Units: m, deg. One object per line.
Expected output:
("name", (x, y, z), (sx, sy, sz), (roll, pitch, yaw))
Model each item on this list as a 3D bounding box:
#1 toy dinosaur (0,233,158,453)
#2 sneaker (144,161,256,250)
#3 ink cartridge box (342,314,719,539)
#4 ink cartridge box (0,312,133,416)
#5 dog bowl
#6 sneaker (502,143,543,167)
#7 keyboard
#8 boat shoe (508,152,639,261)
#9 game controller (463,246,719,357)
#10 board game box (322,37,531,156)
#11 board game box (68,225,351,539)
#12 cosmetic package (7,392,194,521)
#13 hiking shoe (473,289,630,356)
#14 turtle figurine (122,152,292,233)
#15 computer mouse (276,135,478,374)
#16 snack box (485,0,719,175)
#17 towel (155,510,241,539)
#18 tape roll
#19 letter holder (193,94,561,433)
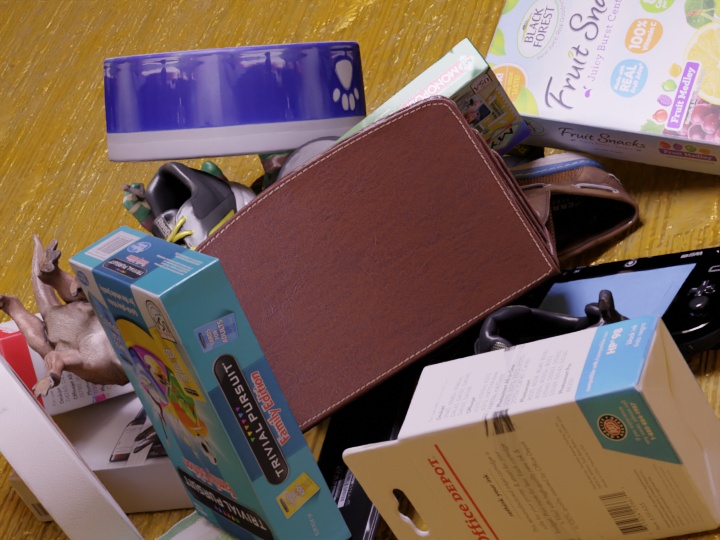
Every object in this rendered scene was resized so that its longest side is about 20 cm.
("toy dinosaur", (-0.178, 0.055, 1.558), (0.086, 0.135, 0.200), (-53, 43, 0))
("sneaker", (-0.112, 0.001, 1.602), (0.074, 0.084, 0.200), (-47, 36, 23))
("ink cartridge box", (0.104, 0.105, 1.323), (0.199, 0.116, 0.067), (-14, 34, 31))
("ink cartridge box", (-0.218, 0.064, 1.668), (0.199, 0.068, 0.116), (-16, 6, -22))
("dog bowl", (-0.095, -0.128, 1.719), (0.199, 0.079, 0.200), (-4, 5, 0))
("sneaker", (0.045, -0.053, 1.657), (0.199, 0.075, 0.085), (-28, 29, 11))
("keyboard", (-0.005, 0.148, 1.444), (0.104, 0.040, 0.201), (-23, 38, 44))
("boat shoe", (0.103, -0.031, 1.530), (0.199, 0.073, 0.072), (-22, 31, -29))
("game controller", (0.163, 0.026, 1.465), (0.199, 0.042, 0.105), (-8, 37, 37))
("board game box", (0.016, -0.061, 1.511), (0.200, 0.135, 0.029), (-38, 67, 4))
("board game box", (-0.095, 0.078, 1.407), (0.047, 0.201, 0.151), (-32, 21, -19))
("cosmetic package", (-0.156, 0.128, 1.625), (0.199, 0.051, 0.083), (-10, 35, 36))
("hiking shoe", (0.093, 0.065, 1.406), (0.199, 0.101, 0.076), (-23, 29, 29))
("turtle figurine", (-0.113, -0.042, 1.792), (0.149, 0.101, 0.200), (-2, 20, 12))
("computer mouse", (0.000, 0.000, 1.600), (0.138, 0.053, 0.201), (-25, 67, 10))
("snack box", (0.193, -0.150, 1.584), (0.199, 0.053, 0.143), (11, 68, 26))
("towel", (-0.122, 0.230, 1.436), (0.149, 0.031, 0.200), (-37, 22, 0))
("tape roll", (-0.215, 0.115, 1.497), (0.037, 0.203, 0.203), (-37, 28, -8))
("letter holder", (0.004, -0.015, 1.433), (0.200, 0.142, 0.101), (-33, 9, 8))
